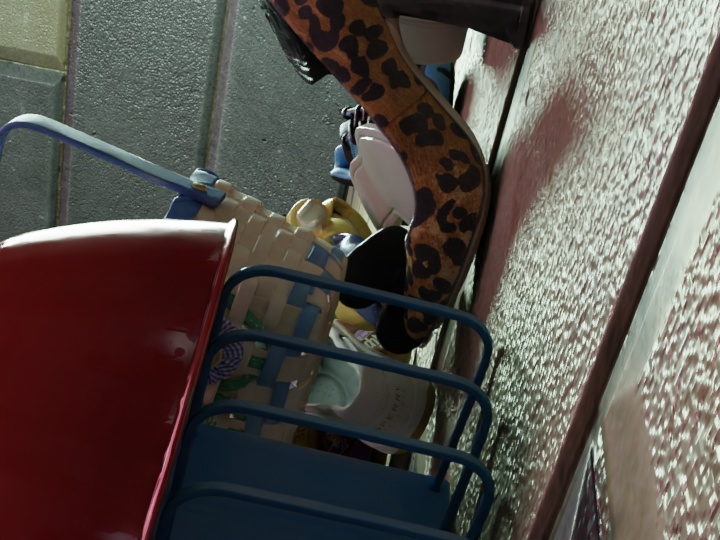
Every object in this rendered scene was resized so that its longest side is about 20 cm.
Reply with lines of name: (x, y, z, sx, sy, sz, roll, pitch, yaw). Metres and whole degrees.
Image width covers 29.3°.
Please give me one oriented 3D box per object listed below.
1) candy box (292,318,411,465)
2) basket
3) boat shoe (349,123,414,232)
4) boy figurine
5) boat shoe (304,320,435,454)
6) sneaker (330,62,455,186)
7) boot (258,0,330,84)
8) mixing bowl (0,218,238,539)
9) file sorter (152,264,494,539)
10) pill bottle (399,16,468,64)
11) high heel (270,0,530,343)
candy box: (-0.037, 0.137, 1.009, 0.117, 0.056, 0.200, -12, -58, -44)
basket: (-0.118, 0.022, 0.748, 0.139, 0.200, 0.177, -63, -10, -66)
boat shoe: (0.037, -0.063, 0.879, 0.074, 0.060, 0.200, 61, 173, 5)
boy figurine: (0.000, 0.000, 0.883, 0.064, 0.124, 0.200, -44, 15, -2)
boat shoe: (-0.040, 0.055, 0.861, 0.200, 0.069, 0.071, 14, 78, 50)
sneaker: (0.024, -0.104, 1.066, 0.200, 0.082, 0.073, 110, 172, -65)
boot: (-0.007, -0.246, 0.991, 0.073, 0.162, 0.198, 41, 162, 53)
mixing bowl: (-0.129, 0.061, 0.576, 0.200, 0.108, 0.201, -165, 90, -84)
file sorter: (-0.018, 0.109, 0.573, 0.200, 0.138, 0.123, -83, 8, -54)
pill bottle: (0.043, -0.245, 0.907, 0.113, 0.113, 0.200, -86, 7, -66)
high heel: (0.002, -0.067, 0.743, 0.071, 0.142, 0.200, -96, 17, -80)
